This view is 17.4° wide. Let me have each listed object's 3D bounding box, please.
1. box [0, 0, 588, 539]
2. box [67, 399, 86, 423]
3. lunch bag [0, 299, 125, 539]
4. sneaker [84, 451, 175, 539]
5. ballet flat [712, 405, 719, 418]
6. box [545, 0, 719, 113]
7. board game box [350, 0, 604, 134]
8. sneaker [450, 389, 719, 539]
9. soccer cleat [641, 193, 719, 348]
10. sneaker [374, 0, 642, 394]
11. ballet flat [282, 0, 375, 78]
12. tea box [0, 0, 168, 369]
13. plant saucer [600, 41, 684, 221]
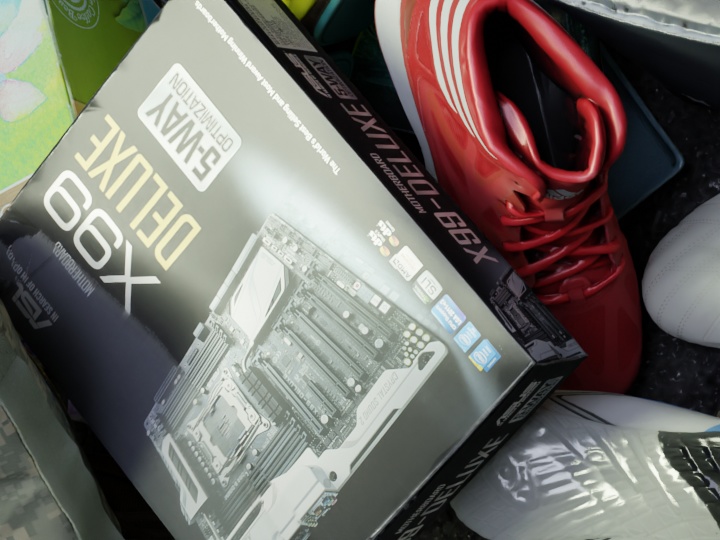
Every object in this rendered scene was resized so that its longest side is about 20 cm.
[{"bbox_3d":[-0.037,0.013,0.874,0.158,0.050,0.200,-48,70,22],"label":"box"},{"bbox_3d":[-0.035,0.040,1.009,0.199,0.041,0.039,-8,73,30],"label":"box"},{"bbox_3d":[-0.188,0.058,0.910,0.198,0.165,0.118,7,49,25],"label":"lunch bag"},{"bbox_3d":[-0.088,0.129,0.998,0.199,0.075,0.071,27,92,32],"label":"sneaker"},{"bbox_3d":[0.213,0.087,0.841,0.200,0.068,0.076,36,88,35],"label":"ballet flat"},{"bbox_3d":[0.166,-0.163,0.877,0.104,0.148,0.202,18,89,32],"label":"box"},{"bbox_3d":[0.007,-0.122,0.962,0.199,0.028,0.136,14,127,35],"label":"board game box"},{"bbox_3d":[0.123,0.082,0.845,0.199,0.072,0.073,12,102,35],"label":"sneaker"},{"bbox_3d":[0.189,-0.019,0.869,0.199,0.077,0.070,-14,72,28],"label":"soccer cleat"},{"bbox_3d":[0.065,-0.019,0.869,0.078,0.201,0.116,-28,22,-2],"label":"sneaker"},{"bbox_3d":[-0.028,-0.103,0.941,0.067,0.067,0.200,53,134,18],"label":"ballet flat"},{"bbox_3d":[-0.181,-0.061,1.064,0.199,0.133,0.198,-27,67,22],"label":"tea box"},{"bbox_3d":[0.062,-0.096,0.998,0.070,0.019,0.201,-40,61,16],"label":"plant saucer"}]
